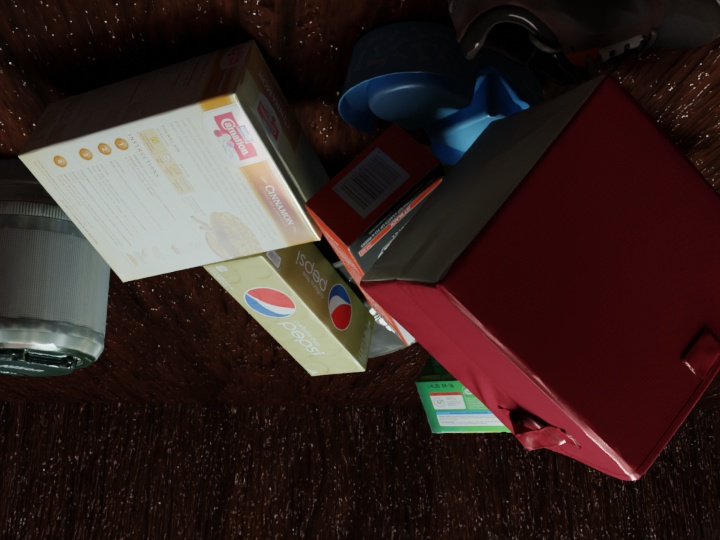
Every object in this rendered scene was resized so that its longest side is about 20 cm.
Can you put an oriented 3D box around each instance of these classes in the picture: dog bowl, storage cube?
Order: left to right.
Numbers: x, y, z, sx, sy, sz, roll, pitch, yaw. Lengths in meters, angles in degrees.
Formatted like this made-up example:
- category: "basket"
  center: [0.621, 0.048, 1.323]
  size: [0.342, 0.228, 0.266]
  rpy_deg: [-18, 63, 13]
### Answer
- category: "dog bowl"
  center: [0.071, -0.138, 0.694]
  size: [0.199, 0.050, 0.111]
  rpy_deg: [13, 160, -40]
- category: "storage cube"
  center: [0.134, 0.006, 0.599]
  size: [0.180, 0.200, 0.171]
  rpy_deg: [44, 169, -12]

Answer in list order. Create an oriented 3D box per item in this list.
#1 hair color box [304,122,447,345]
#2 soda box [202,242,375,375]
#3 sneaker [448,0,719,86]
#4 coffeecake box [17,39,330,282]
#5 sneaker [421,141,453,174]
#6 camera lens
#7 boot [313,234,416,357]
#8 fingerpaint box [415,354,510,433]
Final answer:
- category: "hair color box"
  center: [0.036, -0.023, 0.744]
  size: [0.101, 0.061, 0.200]
  rpy_deg: [-43, 150, -5]
- category: "soda box"
  center: [-0.061, 0.024, 0.835]
  size: [0.067, 0.064, 0.200]
  rpy_deg: [-8, 140, 28]
- category: "sneaker"
  center: [0.148, -0.154, 0.573]
  size: [0.198, 0.083, 0.077]
  rpy_deg: [3, 164, -10]
- category: "coffeecake box"
  center: [-0.145, -0.082, 0.714]
  size: [0.198, 0.073, 0.154]
  rpy_deg: [-11, 134, 21]
- category: "sneaker"
  center: [0.109, -0.068, 0.877]
  size: [0.198, 0.086, 0.078]
  rpy_deg: [5, 164, -21]
- category: "camera lens"
  center: [-0.345, 0.003, 0.912]
  size: [0.158, 0.202, 0.160]
  rpy_deg: [0, 165, 0]
- category: "boot"
  center: [0.012, 0.022, 0.928]
  size: [0.174, 0.070, 0.199]
  rpy_deg: [33, 139, -29]
- category: "fingerpaint box"
  center: [0.182, 0.093, 0.932]
  size: [0.198, 0.074, 0.167]
  rpy_deg: [-6, -153, 30]
